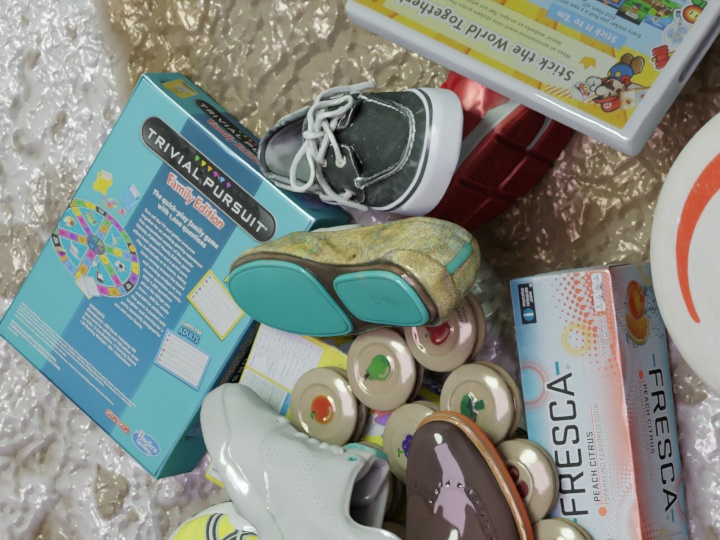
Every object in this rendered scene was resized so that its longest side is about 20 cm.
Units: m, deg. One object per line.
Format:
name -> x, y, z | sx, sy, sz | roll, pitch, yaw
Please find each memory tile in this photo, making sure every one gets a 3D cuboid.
memory tile -> 0.044, 0.123, 1.708 | 0.153, 0.017, 0.200 | -35, 74, 34

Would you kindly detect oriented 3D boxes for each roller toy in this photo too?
roller toy -> 0.251, -0.007, 1.572 | 0.182, 0.140, 0.201 | 20, 104, 28

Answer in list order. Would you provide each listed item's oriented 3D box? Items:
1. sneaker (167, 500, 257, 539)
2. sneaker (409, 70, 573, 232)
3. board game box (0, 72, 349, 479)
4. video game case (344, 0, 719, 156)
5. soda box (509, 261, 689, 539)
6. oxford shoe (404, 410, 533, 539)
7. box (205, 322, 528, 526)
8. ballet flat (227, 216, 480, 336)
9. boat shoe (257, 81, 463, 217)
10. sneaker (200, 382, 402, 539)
sneaker -> -0.068, 0.190, 1.763 | 0.200, 0.076, 0.076 | 8, 123, 54
sneaker -> 0.072, -0.122, 1.717 | 0.116, 0.078, 0.200 | 44, 101, 29
board game box -> -0.118, 0.003, 1.840 | 0.151, 0.047, 0.200 | 41, 111, 21
video game case -> 0.118, -0.176, 1.650 | 0.200, 0.023, 0.182 | 28, 76, 29
soda box -> 0.138, 0.098, 1.688 | 0.068, 0.064, 0.201 | -6, 90, 32
oxford shoe -> 0.052, 0.178, 1.652 | 0.071, 0.072, 0.201 | -11, 88, 37
box -> 0.013, 0.115, 1.773 | 0.200, 0.048, 0.118 | 29, 107, 28
ballet flat -> 0.000, 0.000, 1.707 | 0.200, 0.071, 0.071 | -2, 92, 56
boat shoe -> -0.005, -0.072, 1.697 | 0.199, 0.068, 0.074 | -171, 90, -68
sneaker -> -0.026, 0.121, 1.705 | 0.088, 0.075, 0.200 | -38, 40, 7
